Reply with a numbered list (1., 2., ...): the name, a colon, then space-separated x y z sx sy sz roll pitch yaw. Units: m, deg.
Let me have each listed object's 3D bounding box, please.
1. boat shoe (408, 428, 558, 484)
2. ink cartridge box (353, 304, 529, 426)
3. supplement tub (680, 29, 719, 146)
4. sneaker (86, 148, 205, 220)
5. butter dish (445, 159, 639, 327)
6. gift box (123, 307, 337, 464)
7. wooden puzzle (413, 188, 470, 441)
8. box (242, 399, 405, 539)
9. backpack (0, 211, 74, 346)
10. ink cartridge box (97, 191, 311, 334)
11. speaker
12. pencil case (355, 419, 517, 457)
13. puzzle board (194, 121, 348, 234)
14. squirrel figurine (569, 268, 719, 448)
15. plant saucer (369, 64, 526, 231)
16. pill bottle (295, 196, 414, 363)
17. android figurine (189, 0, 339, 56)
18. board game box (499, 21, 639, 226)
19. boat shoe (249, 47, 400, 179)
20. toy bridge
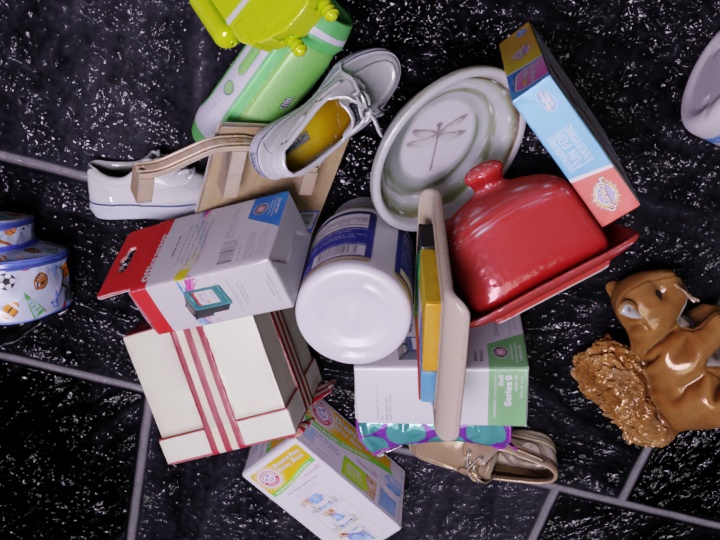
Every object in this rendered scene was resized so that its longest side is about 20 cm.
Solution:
1. boat shoe: 0.163 0.244 1.142 0.199 0.065 0.072 3 119 4
2. ink cartridge box: 0.095 0.110 1.030 0.199 0.145 0.088 -1 118 7
3. supplement tub: 0.439 -0.160 0.856 0.199 0.132 0.132 23 118 -8
4. sneaker: -0.224 -0.101 0.987 0.199 0.073 0.071 -4 121 8
5. butter dish: 0.159 -0.047 0.911 0.199 0.200 0.148 -29 97 4
6. gift box: -0.145 0.114 1.041 0.184 0.200 0.187 -14 101 17
7. wooden puzzle: 0.073 0.043 0.881 0.037 0.200 0.186 -3 127 -4
8. box: -0.044 0.271 1.150 0.101 0.113 0.200 -38 110 24
9. backpack: -0.440 0.004 1.014 0.190 0.200 0.155 6 106 -1
10. ink cartridge box: -0.162 -0.004 0.903 0.199 0.116 0.067 -12 128 19
11. speaker: -0.096 -0.204 0.909 0.088 0.089 0.200 36 116 -14
12. pencil case: 0.098 0.189 1.104 0.199 0.085 0.093 -4 83 8
13. puzzle board: -0.109 -0.083 0.962 0.150 0.017 0.200 -3 138 -29
14. squirrel figurine: 0.341 0.100 1.010 0.200 0.142 0.187 -38 103 20
15. plant saucer: 0.086 -0.135 0.917 0.200 0.050 0.201 -24 140 -22
16. pill bottle: 0.000 0.000 0.947 0.119 0.200 0.120 2 119 5
17. android figurine: -0.093 -0.296 0.828 0.182 0.041 0.200 -44 69 24
18. board game box: 0.200 -0.150 0.846 0.040 0.200 0.153 -33 110 21
19. boat shoe: -0.016 -0.160 0.869 0.202 0.086 0.075 -39 122 -24
20. toy bridge: -0.131 -0.107 0.883 0.199 0.027 0.067 -6 137 -26
